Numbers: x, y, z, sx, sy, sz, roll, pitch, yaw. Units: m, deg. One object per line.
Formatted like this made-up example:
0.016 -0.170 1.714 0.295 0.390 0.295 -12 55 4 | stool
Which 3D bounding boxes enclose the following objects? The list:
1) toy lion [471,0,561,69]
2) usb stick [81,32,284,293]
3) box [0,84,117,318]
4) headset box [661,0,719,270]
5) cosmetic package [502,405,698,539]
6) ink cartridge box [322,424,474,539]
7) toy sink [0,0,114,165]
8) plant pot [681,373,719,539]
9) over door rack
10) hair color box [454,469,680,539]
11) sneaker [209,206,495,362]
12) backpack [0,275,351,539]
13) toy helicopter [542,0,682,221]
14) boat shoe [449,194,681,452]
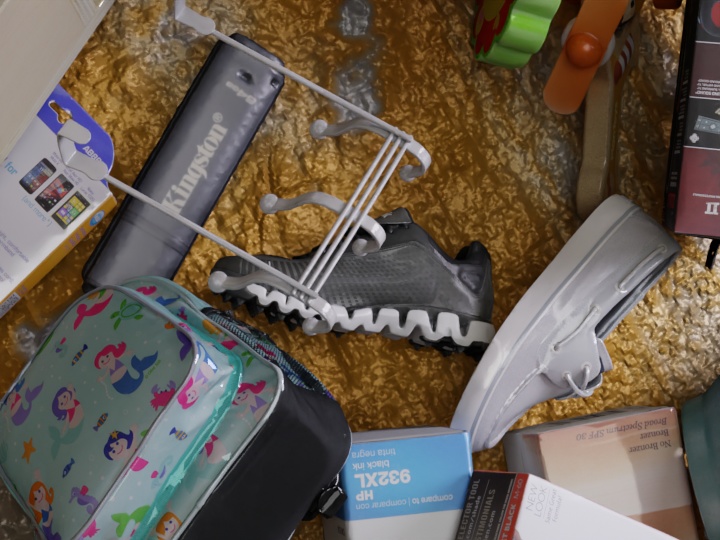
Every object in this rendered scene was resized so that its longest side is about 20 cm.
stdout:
0.119 -0.236 0.977 0.068 0.200 0.194 14 65 -9 | toy lion
-0.116 -0.062 1.004 0.055 0.033 0.201 30 81 -5 | usb stick
-0.251 -0.034 0.973 0.119 0.041 0.200 45 79 4 | box
0.241 -0.101 0.977 0.074 0.149 0.203 6 95 8 | headset box
0.166 0.196 1.000 0.102 0.087 0.203 -10 87 -11 | cosmetic package
0.025 0.202 0.948 0.083 0.145 0.203 -5 86 -9 | ink cartridge box
-0.245 -0.172 0.927 0.129 0.112 0.201 29 76 15 | toy sink
0.286 0.127 0.986 0.133 0.200 0.203 -15 88 17 | plant pot
-0.072 -0.068 0.953 0.199 0.067 0.148 35 60 -5 | over door rack
0.143 0.202 0.887 0.198 0.064 0.112 25 73 -24 | hair color box
0.000 0.000 1.004 0.198 0.066 0.092 10 81 -12 | sneaker
-0.125 0.097 0.902 0.150 0.200 0.178 37 90 -37 | backpack
0.163 -0.130 1.014 0.078 0.132 0.203 7 103 20 | toy helicopter
0.135 0.045 0.991 0.068 0.072 0.200 35 74 19 | boat shoe
